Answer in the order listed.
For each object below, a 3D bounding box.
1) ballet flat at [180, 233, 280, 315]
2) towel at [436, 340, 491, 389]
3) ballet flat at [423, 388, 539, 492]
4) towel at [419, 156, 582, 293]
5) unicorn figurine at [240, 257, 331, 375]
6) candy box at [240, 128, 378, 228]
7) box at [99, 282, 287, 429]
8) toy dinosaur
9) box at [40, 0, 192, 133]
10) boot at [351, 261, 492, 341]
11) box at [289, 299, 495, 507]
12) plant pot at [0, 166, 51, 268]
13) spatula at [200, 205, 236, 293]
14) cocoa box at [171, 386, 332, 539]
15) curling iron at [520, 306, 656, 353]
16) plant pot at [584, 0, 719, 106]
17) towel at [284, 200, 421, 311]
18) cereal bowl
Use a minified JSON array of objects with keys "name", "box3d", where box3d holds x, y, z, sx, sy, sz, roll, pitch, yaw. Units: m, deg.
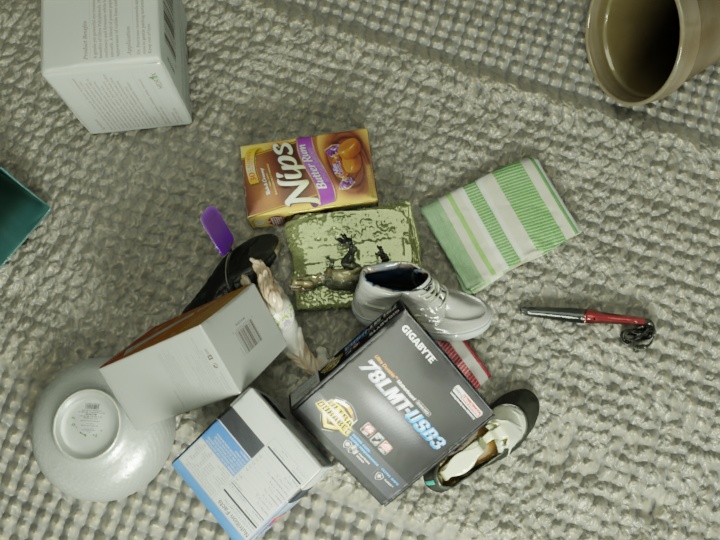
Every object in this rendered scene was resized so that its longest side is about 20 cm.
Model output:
[{"name":"ballet flat","box3d":[-0.189,0.024,1.059,0.066,0.057,0.200,30,71,37]},{"name":"towel","box3d":[0.070,0.155,1.012,0.199,0.023,0.145,-37,90,-9]},{"name":"ballet flat","box3d":[0.172,0.235,0.977,0.199,0.068,0.068,-38,84,-8]},{"name":"towel","box3d":[0.211,-0.072,1.081,0.198,0.023,0.154,-27,76,-4]},{"name":"unicorn figurine","box3d":[-0.101,0.079,1.002,0.074,0.200,0.137,-43,51,-4]},{"name":"candy box","box3d":[-0.077,-0.138,1.087,0.196,0.057,0.119,-9,76,0]},{"name":"box","box3d":[-0.216,0.112,0.933,0.198,0.124,0.098,-23,102,31]},{"name":"toy dinosaur","box3d":[0.000,0.000,1.005,0.196,0.089,0.048,5,39,-4]},{"name":"box","box3d":[-0.357,-0.340,1.072,0.168,0.200,0.203,-6,76,-2]},{"name":"boot","box3d":[0.089,0.039,0.962,0.196,0.096,0.075,3,57,-5]},{"name":"box","box3d":[0.041,0.176,0.941,0.198,0.050,0.201,-39,107,6]},{"name":"plant pot","box3d":[-0.600,-0.117,1.056,0.199,0.142,0.142,34,78,17]},{"name":"spatula","box3d":[-0.180,0.006,0.998,0.020,0.057,0.203,-4,118,12]},{"name":"cocoa box","box3d":[-0.129,0.247,0.913,0.131,0.200,0.133,-43,79,-9]},{"name":"curling iron","box3d":[0.329,0.076,1.036,0.197,0.026,0.050,13,73,5]},{"name":"plant pot","box3d":[0.468,-0.365,1.078,0.171,0.200,0.203,-17,75,-19]},{"name":"towel","box3d":[-0.008,-0.018,1.055,0.196,0.036,0.151,-8,86,-1]},{"name":"cereal bowl","box3d":[-0.361,0.215,0.989,0.196,0.083,0.204,-1,76,2]}]
